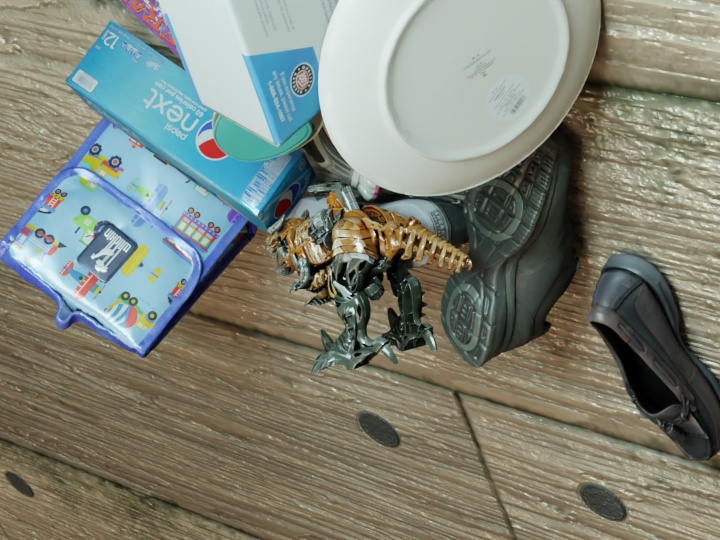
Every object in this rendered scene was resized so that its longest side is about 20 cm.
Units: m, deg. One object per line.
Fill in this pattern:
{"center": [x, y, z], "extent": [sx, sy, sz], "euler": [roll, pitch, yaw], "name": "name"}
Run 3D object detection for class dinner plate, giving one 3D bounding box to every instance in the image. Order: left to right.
{"center": [0.068, -0.132, 1.195], "extent": [0.024, 0.199, 0.201], "euler": [50, 167, 48], "name": "dinner plate"}

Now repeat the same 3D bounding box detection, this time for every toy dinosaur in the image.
{"center": [0.000, 0.000, 1.436], "extent": [0.200, 0.101, 0.137], "euler": [-172, 72, -68], "name": "toy dinosaur"}

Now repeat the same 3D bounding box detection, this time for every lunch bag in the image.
{"center": [-0.193, -0.027, 1.599], "extent": [0.150, 0.200, 0.094], "euler": [35, 151, 4], "name": "lunch bag"}

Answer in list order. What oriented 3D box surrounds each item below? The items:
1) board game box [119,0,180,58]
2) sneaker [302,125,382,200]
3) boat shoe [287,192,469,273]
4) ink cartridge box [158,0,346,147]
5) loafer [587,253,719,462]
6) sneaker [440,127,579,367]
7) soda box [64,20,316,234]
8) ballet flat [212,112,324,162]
{"center": [-0.150, -0.228, 1.467], "extent": [0.200, 0.032, 0.120], "euler": [43, 155, -7], "name": "board game box"}
{"center": [-0.008, -0.127, 1.397], "extent": [0.087, 0.074, 0.200], "euler": [26, 154, 9], "name": "sneaker"}
{"center": [0.009, -0.028, 1.528], "extent": [0.199, 0.056, 0.069], "euler": [1, 102, 49], "name": "boat shoe"}
{"center": [-0.025, -0.200, 1.181], "extent": [0.083, 0.200, 0.146], "euler": [29, 152, 38], "name": "ink cartridge box"}
{"center": [0.217, 0.078, 1.442], "extent": [0.071, 0.063, 0.201], "euler": [8, 138, 43], "name": "loafer"}
{"center": [0.121, -0.023, 1.405], "extent": [0.076, 0.090, 0.201], "euler": [51, 139, 36], "name": "sneaker"}
{"center": [-0.134, -0.113, 1.536], "extent": [0.199, 0.064, 0.068], "euler": [36, 174, 15], "name": "soda box"}
{"center": [-0.039, -0.134, 1.338], "extent": [0.067, 0.063, 0.200], "euler": [37, 149, -15], "name": "ballet flat"}
